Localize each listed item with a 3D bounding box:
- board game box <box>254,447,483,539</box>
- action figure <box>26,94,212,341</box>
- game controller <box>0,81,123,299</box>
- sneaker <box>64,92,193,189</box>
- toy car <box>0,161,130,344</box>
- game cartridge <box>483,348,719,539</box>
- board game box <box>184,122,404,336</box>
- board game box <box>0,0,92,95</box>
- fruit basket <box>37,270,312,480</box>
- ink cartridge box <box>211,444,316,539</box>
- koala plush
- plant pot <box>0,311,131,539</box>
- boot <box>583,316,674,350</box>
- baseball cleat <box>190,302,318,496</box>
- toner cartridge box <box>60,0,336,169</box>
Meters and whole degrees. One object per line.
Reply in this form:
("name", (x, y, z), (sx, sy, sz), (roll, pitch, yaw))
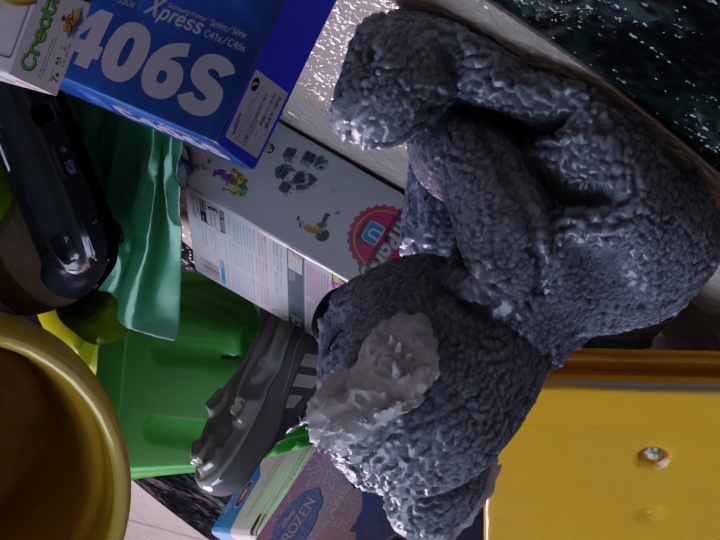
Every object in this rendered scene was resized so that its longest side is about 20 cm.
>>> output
("board game box", (0.035, 0.151, 1.486), (0.043, 0.201, 0.199), (24, 163, 38))
("action figure", (-0.122, -0.070, 1.258), (0.118, 0.055, 0.201), (33, 135, 19))
("game controller", (-0.179, -0.083, 1.255), (0.104, 0.042, 0.201), (128, 121, -72))
("sneaker", (-0.150, -0.080, 1.342), (0.078, 0.089, 0.200), (23, 159, 26))
("toy car", (-0.257, -0.029, 1.453), (0.199, 0.159, 0.164), (-18, 143, 26))
("game cartridge", (0.152, 0.117, 1.231), (0.175, 0.033, 0.201), (2, 138, 4))
("board game box", (0.000, 0.000, 1.352), (0.199, 0.064, 0.148), (30, 164, 8))
("board game box", (-0.193, -0.163, 1.102), (0.199, 0.127, 0.035), (17, 175, 41))
("fruit basket", (-0.143, 0.057, 1.572), (0.214, 0.157, 0.216), (6, -176, 0))
("ink cartridge box", (-0.008, 0.149, 1.663), (0.084, 0.146, 0.200), (37, 164, -17))
("koala plush", (0.049, 0.020, 1.065), (0.183, 0.201, 0.178), (24, 162, 25))
("plant pot", (-0.244, 0.113, 1.429), (0.200, 0.201, 0.189), (35, -177, -14))
("boot", (0.140, 0.055, 1.227), (0.199, 0.068, 0.131), (9, 139, -15))
("baseball cleat", (-0.035, 0.077, 1.439), (0.106, 0.201, 0.070), (42, 135, -20))
("toner cartridge box", (-0.118, -0.129, 1.116), (0.199, 0.095, 0.043), (23, 173, 27))
